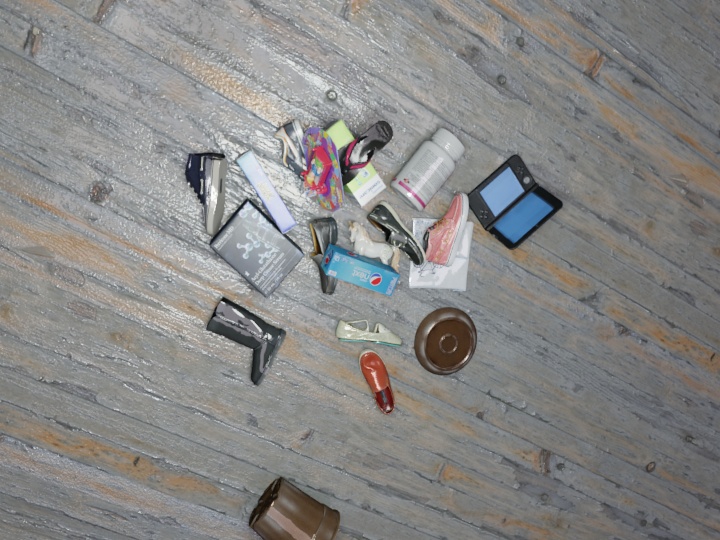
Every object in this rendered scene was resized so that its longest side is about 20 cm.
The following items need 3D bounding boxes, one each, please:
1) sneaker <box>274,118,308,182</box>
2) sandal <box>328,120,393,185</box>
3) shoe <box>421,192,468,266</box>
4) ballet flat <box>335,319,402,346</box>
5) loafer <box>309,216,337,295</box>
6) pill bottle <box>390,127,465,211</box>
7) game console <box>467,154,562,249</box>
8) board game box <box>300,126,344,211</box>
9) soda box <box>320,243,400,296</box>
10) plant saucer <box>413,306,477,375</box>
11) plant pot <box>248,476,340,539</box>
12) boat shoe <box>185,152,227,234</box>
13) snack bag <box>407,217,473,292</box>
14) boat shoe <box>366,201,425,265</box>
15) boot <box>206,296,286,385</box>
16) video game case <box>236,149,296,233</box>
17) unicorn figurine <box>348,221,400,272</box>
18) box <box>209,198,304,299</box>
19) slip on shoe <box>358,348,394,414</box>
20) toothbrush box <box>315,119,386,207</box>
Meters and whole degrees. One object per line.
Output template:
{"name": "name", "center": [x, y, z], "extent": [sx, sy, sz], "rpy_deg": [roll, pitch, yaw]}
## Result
{"name": "sneaker", "center": [-0.152, -0.276, 1.557], "extent": [0.078, 0.079, 0.204], "rpy_deg": [-22, 110, 4]}
{"name": "sandal", "center": [0.000, -0.282, 1.454], "extent": [0.200, 0.045, 0.075], "rpy_deg": [-44, 106, -3]}
{"name": "shoe", "center": [0.226, -0.117, 1.653], "extent": [0.089, 0.071, 0.206], "rpy_deg": [11, 98, -16]}
{"name": "ballet flat", "center": [0.029, 0.171, 1.688], "extent": [0.194, 0.067, 0.064], "rpy_deg": [8, 89, -14]}
{"name": "loafer", "center": [-0.102, -0.036, 1.609], "extent": [0.071, 0.072, 0.207], "rpy_deg": [-5, 92, -30]}
{"name": "pill bottle", "center": [0.180, -0.267, 1.613], "extent": [0.113, 0.113, 0.201], "rpy_deg": [39, 91, -16]}
{"name": "game console", "center": [0.421, -0.191, 1.679], "extent": [0.199, 0.118, 0.172], "rpy_deg": [-40, 106, -3]}
{"name": "board game box", "center": [-0.104, -0.234, 1.452], "extent": [0.038, 0.157, 0.205], "rpy_deg": [-21, 115, -30]}
{"name": "soda box", "center": [0.000, 0.000, 1.578], "extent": [0.196, 0.068, 0.065], "rpy_deg": [20, 103, -25]}
{"name": "plant saucer", "center": [0.251, 0.209, 1.762], "extent": [0.194, 0.032, 0.207], "rpy_deg": [-2, 100, -13]}
{"name": "plant pot", "center": [-0.189, 0.693, 1.678], "extent": [0.197, 0.200, 0.201], "rpy_deg": [40, 90, -9]}
{"name": "boat shoe", "center": [-0.391, -0.198, 1.529], "extent": [0.090, 0.075, 0.206], "rpy_deg": [11, 103, 7]}
{"name": "snack bag", "center": [0.223, -0.042, 1.713], "extent": [0.183, 0.021, 0.206], "rpy_deg": [3, 100, -14]}
{"name": "boat shoe", "center": [0.096, -0.087, 1.637], "extent": [0.068, 0.072, 0.201], "rpy_deg": [-42, 94, -25]}
{"name": "boot", "center": [-0.317, 0.188, 1.611], "extent": [0.197, 0.065, 0.168], "rpy_deg": [29, 85, -19]}
{"name": "video game case", "center": [-0.233, -0.197, 1.498], "extent": [0.045, 0.181, 0.203], "rpy_deg": [-32, 105, -4]}
{"name": "unicorn figurine", "center": [0.021, -0.051, 1.647], "extent": [0.196, 0.073, 0.141], "rpy_deg": [10, 98, -31]}
{"name": "box", "center": [-0.263, -0.058, 1.557], "extent": [0.200, 0.107, 0.149], "rpy_deg": [43, 90, -16]}
{"name": "slip on shoe", "center": [0.051, 0.315, 1.721], "extent": [0.072, 0.061, 0.205], "rpy_deg": [-21, 103, -6]}
{"name": "toothbrush box", "center": [-0.036, -0.272, 1.547], "extent": [0.085, 0.146, 0.202], "rpy_deg": [-36, 105, -4]}
